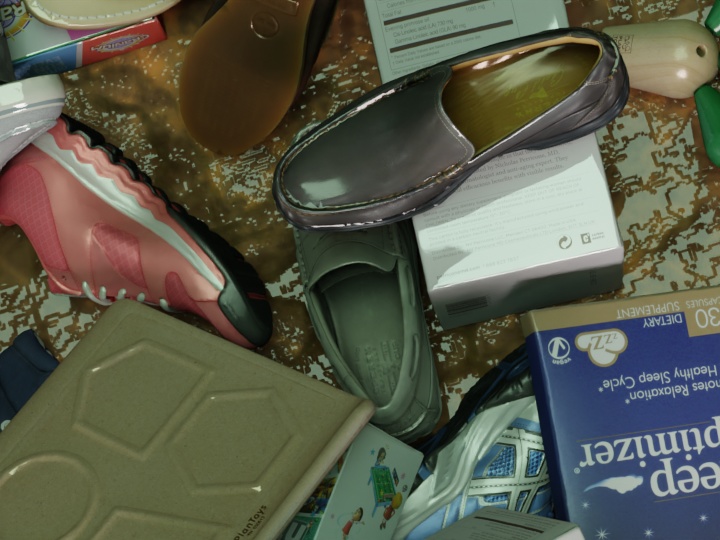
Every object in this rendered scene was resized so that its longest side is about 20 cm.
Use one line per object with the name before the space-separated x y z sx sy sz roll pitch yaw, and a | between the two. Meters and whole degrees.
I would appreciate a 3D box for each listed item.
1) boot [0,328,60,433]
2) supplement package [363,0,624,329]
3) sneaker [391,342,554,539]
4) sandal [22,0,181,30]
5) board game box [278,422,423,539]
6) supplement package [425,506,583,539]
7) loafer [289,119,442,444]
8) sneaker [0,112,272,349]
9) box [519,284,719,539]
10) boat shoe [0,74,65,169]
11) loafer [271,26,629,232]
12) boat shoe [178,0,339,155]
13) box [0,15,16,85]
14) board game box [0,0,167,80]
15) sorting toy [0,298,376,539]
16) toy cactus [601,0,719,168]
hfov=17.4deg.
boot | -0.165 0.112 1.303 0.090 0.073 0.200 -44 53 -6
supplement package | 0.073 -0.083 1.323 0.109 0.114 0.201 -13 76 3
sneaker | 0.087 0.101 1.314 0.200 0.076 0.077 -43 96 -1
sandal | -0.093 -0.200 1.356 0.211 0.070 0.078 -15 78 -15
board game box | -0.069 0.168 1.277 0.147 0.064 0.200 12 76 44
supplement package | 0.022 0.213 1.160 0.200 0.114 0.110 -26 99 -19
loafer | 0.000 0.000 1.329 0.070 0.070 0.200 -21 68 6
sneaker | -0.135 -0.007 1.360 0.200 0.074 0.087 40 95 19
box | 0.162 0.113 1.258 0.121 0.032 0.201 -8 82 -10
boat shoe | -0.241 -0.047 1.353 0.200 0.070 0.072 -26 85 26
loafer | 0.043 -0.080 1.229 0.200 0.072 0.073 -26 78 2
boat shoe | -0.044 -0.153 1.335 0.070 0.200 0.070 32 40 4
box | -0.309 -0.149 1.377 0.200 0.050 0.158 -20 77 22
board game box | -0.216 -0.213 1.416 0.153 0.040 0.201 -17 78 2
sorting toy | -0.113 0.112 1.230 0.200 0.037 0.185 19 58 36
toy cactus | 0.216 -0.116 1.333 0.165 0.102 0.201 5 88 17
